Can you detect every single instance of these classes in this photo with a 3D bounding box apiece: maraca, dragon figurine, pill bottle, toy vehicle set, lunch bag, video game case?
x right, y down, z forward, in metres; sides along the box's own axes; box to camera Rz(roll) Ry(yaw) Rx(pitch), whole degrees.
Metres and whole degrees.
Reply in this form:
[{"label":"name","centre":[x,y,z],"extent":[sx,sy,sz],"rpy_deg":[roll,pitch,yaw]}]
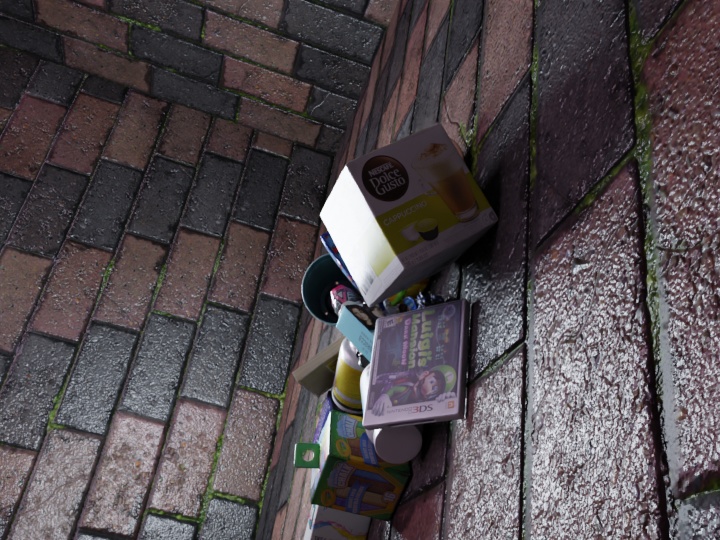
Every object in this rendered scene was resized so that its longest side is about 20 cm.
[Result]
[{"label":"maraca","centre":[0.098,-0.013,1.416],"extent":[0.202,0.105,0.139],"rpy_deg":[116,168,-44]},{"label":"dragon figurine","centre":[0.108,0.088,1.342],"extent":[0.200,0.058,0.102],"rpy_deg":[163,122,-78]},{"label":"pill bottle","centre":[0.003,0.208,1.531],"extent":[0.112,0.109,0.203],"rpy_deg":[-88,8,-55]},{"label":"pill bottle","centre":[0.057,0.249,1.246],"extent":[0.201,0.106,0.111],"rpy_deg":[-99,26,-68]},{"label":"toy vehicle set","centre":[-0.049,0.210,1.617],"extent":[0.027,0.198,0.125],"rpy_deg":[55,-179,34]},{"label":"lunch bag","centre":[0.000,0.000,1.510],"extent":[0.203,0.093,0.151],"rpy_deg":[64,-179,2]},{"label":"video game case","centre":[0.092,0.153,1.138],"extent":[0.179,0.023,0.204],"rpy_deg":[-15,50,32]}]

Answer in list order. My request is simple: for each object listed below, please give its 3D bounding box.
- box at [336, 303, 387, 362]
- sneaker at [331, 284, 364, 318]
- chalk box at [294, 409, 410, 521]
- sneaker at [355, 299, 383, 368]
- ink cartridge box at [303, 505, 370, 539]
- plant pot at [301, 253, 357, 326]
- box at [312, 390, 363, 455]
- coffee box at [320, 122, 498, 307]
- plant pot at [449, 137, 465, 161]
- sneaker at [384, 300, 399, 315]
[{"label":"box","centre":[0.046,0.136,1.273],"extent":[0.200,0.081,0.050],"rpy_deg":[42,121,39]},{"label":"sneaker","centre":[-0.020,0.078,1.539],"extent":[0.080,0.075,0.200],"rpy_deg":[-32,-12,-4]},{"label":"chalk box","centre":[-0.022,0.349,1.269],"extent":[0.125,0.196,0.126],"rpy_deg":[-93,21,-61]},{"label":"sneaker","centre":[0.028,0.153,1.404],"extent":[0.075,0.078,0.204],"rpy_deg":[-124,18,-71]},{"label":"ink cartridge box","centre":[-0.047,0.518,1.393],"extent":[0.067,0.114,0.205],"rpy_deg":[158,126,-77]},{"label":"plant pot","centre":[-0.061,0.072,1.999],"extent":[0.188,0.195,0.205],"rpy_deg":[83,-160,-76]},{"label":"box","centre":[-0.039,0.385,1.588],"extent":[0.200,0.102,0.151],"rpy_deg":[-130,57,-79]},{"label":"coffee box","centre":[0.074,-0.092,1.196],"extent":[0.200,0.197,0.200],"rpy_deg":[60,157,10]},{"label":"plant pot","centre":[0.128,-0.173,1.421],"extent":[0.093,0.197,0.204],"rpy_deg":[55,-144,-47]},{"label":"sneaker","centre":[0.057,0.100,1.592],"extent":[0.200,0.073,0.089],"rpy_deg":[166,125,-78]}]
